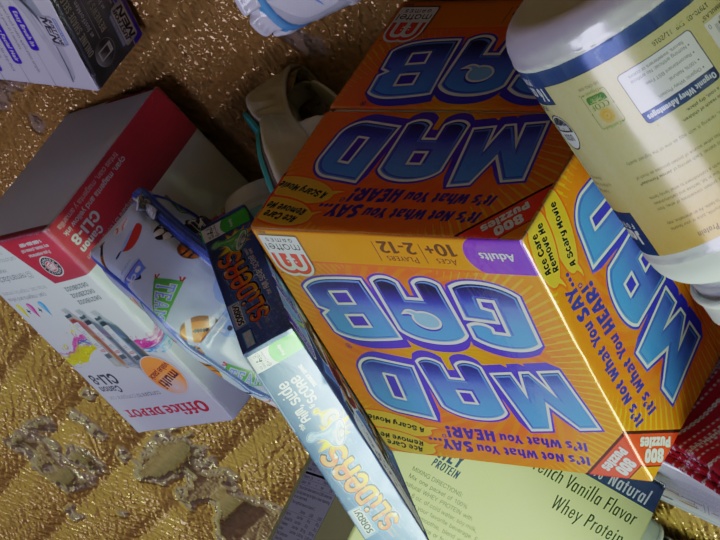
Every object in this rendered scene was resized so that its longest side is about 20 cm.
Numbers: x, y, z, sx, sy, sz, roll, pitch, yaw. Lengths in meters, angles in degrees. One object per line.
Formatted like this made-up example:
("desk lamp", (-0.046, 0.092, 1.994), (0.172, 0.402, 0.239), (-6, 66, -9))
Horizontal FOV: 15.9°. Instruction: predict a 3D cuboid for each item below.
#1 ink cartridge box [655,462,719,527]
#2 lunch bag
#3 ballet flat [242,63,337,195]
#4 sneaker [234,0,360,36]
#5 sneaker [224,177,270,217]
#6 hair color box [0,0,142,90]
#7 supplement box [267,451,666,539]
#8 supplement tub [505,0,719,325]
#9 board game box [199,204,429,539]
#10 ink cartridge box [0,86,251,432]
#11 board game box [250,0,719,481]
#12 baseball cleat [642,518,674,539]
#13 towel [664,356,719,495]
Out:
("ink cartridge box", (0.198, 0.121, 1.802), (0.199, 0.044, 0.174), (25, 172, 14))
("lunch bag", (-0.082, 0.024, 1.709), (0.200, 0.076, 0.160), (37, -178, -31))
("ballet flat", (-0.034, -0.082, 1.630), (0.070, 0.069, 0.200), (50, -173, -25))
("sneaker", (-0.062, -0.227, 1.551), (0.086, 0.075, 0.200), (-7, 138, 37))
("sneaker", (0.000, 0.000, 1.716), (0.199, 0.082, 0.074), (20, 129, -31))
("hair color box", (-0.258, -0.191, 1.775), (0.199, 0.065, 0.110), (11, 141, 36))
("supplement box", (0.062, 0.184, 1.760), (0.199, 0.201, 0.134), (29, 172, -20))
("supplement tub", (0.184, -0.084, 1.374), (0.144, 0.144, 0.201), (-17, 113, 52))
("board game box", (-0.027, 0.072, 1.571), (0.201, 0.034, 0.136), (59, -176, -36))
("ink cartridge box", (-0.151, -0.003, 1.845), (0.200, 0.145, 0.145), (46, 151, -21))
("board game box", (0.098, -0.023, 1.545), (0.199, 0.200, 0.201), (3, 137, 39))
("baseball cleat", (0.237, 0.230, 1.884), (0.199, 0.070, 0.107), (10, 141, 33))
("towel", (0.233, 0.063, 1.527), (0.023, 0.145, 0.200), (51, 170, -31))
